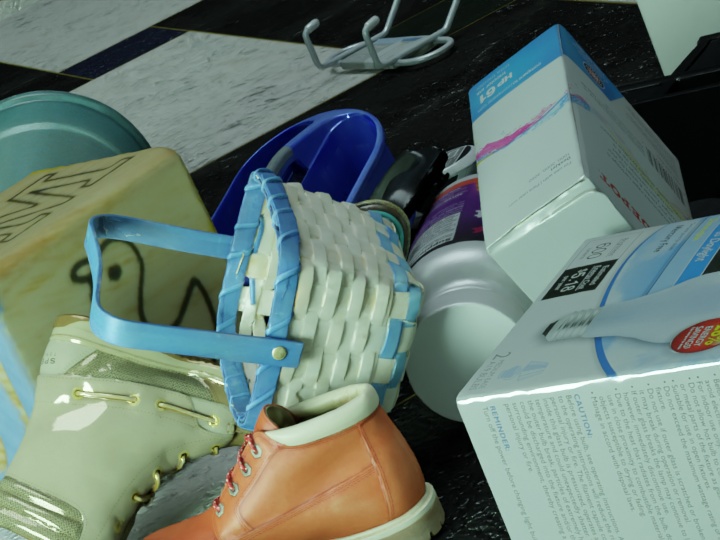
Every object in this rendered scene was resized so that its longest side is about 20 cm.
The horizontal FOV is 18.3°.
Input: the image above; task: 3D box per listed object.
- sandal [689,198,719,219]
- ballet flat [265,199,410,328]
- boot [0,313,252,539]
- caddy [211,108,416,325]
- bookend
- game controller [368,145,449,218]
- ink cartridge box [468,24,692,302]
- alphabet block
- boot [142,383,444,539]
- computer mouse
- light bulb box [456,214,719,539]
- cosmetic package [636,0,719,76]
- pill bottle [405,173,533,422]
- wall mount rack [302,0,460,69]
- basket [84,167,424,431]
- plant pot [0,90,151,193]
[{"bbox_3d":[0.223,-0.012,1.499,0.076,0.043,0.200,-21,18,5],"label":"sandal"},{"bbox_3d":[-0.028,0.027,1.510,0.201,0.070,0.071,-62,5,22],"label":"ballet flat"},{"bbox_3d":[-0.130,0.132,1.447,0.073,0.199,0.156,132,159,-74],"label":"boot"},{"bbox_3d":[-0.045,-0.043,1.733,0.141,0.105,0.201,-8,40,36],"label":"caddy"},{"bbox_3d":[0.244,-0.121,1.702,0.198,0.093,0.200,-10,21,34],"label":"bookend"},{"bbox_3d":[0.000,0.000,1.588,0.200,0.042,0.105,-57,8,32],"label":"game controller"},{"bbox_3d":[0.145,-0.042,1.427,0.084,0.145,0.200,-35,27,19],"label":"ink cartridge box"},{"bbox_3d":[-0.215,0.047,1.608,0.196,0.196,0.200,-4,27,47],"label":"alphabet block"},{"bbox_3d":[-0.060,0.133,1.333,0.199,0.108,0.075,-20,20,12],"label":"boot"},{"bbox_3d":[0.018,-0.046,1.845,0.199,0.044,0.110,-21,13,23],"label":"computer mouse"},{"bbox_3d":[0.192,0.062,1.200,0.199,0.125,0.198,-12,21,33],"label":"light bulb box"},{"bbox_3d":[0.282,-0.274,1.911,0.107,0.201,0.085,-17,17,23],"label":"cosmetic package"},{"bbox_3d":[0.080,0.019,1.471,0.111,0.112,0.200,-18,19,15],"label":"pill bottle"},{"bbox_3d":[0.040,-0.273,2.395,0.173,0.075,0.200,-33,22,-29],"label":"wall mount rack"},{"bbox_3d":[-0.070,0.017,1.375,0.199,0.140,0.177,13,21,-12],"label":"basket"},{"bbox_3d":[-0.269,-0.023,1.906,0.199,0.201,0.196,-20,26,7],"label":"plant pot"}]
